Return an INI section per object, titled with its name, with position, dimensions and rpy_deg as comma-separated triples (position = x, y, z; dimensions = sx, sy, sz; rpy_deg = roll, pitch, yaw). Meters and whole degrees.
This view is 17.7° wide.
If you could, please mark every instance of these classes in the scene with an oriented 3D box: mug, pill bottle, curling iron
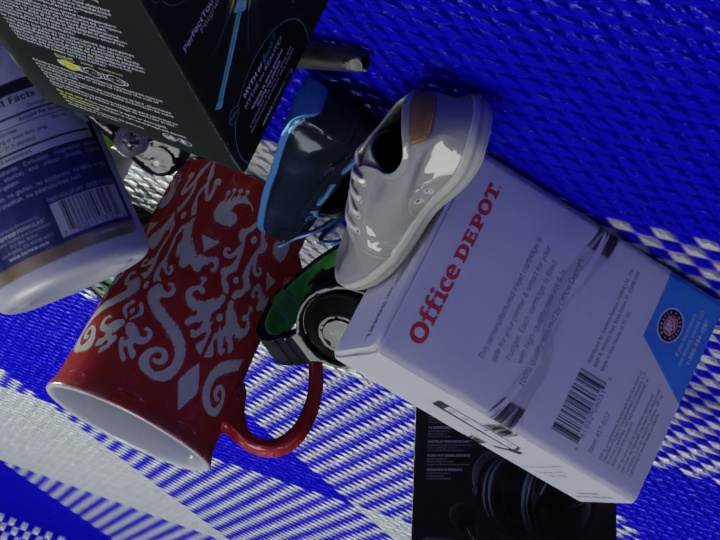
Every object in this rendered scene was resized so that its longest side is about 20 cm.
[mug]
position = -0.111, 0.040, 1.717
dimensions = 0.177, 0.200, 0.133
rpy_deg = 32, 163, -23
[pill bottle]
position = -0.227, -0.081, 1.531
dimensions = 0.200, 0.111, 0.111
rpy_deg = 66, 163, 4
[curling iron]
position = -0.081, -0.141, 1.408
dimensions = 0.200, 0.026, 0.050
rpy_deg = 17, 165, 29

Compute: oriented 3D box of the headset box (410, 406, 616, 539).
[headset box]
position = 0.113, 0.145, 1.692
dimensions = 0.149, 0.200, 0.077
rpy_deg = 1, 159, 5

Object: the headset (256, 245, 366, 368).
[headset]
position = 0.000, 0.000, 1.596
dimensions = 0.200, 0.124, 0.094
rpy_deg = -15, 119, 46

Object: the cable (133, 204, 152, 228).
[cable]
position = -0.183, -0.028, 1.914
dimensions = 0.163, 0.051, 0.200
rpy_deg = 32, 167, -1

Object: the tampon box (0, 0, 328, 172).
[tampon box]
position = -0.104, -0.169, 1.127
dimensions = 0.126, 0.150, 0.200
rpy_deg = 20, 163, 19

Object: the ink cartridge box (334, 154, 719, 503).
[ink cartridge box]
position = 0.106, 0.038, 1.465
dimensions = 0.200, 0.146, 0.084
rpy_deg = 32, 165, -15

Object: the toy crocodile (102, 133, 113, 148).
[toy crocodile]
position = -0.259, -0.139, 1.622
dimensions = 0.200, 0.068, 0.062
rpy_deg = 27, -176, -2

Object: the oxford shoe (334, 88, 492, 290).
[oxford shoe]
position = 0.017, -0.052, 1.402
dimensions = 0.058, 0.075, 0.200
rpy_deg = 14, 150, -15

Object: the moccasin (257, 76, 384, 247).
[moccasin]
position = -0.024, -0.056, 1.496
dimensions = 0.068, 0.081, 0.200
rpy_deg = 22, 165, 0

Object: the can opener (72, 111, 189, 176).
[can opener]
position = -0.180, -0.137, 1.482
dimensions = 0.200, 0.063, 0.079
rpy_deg = 40, -162, -20

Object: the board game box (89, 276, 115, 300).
[board game box]
position = -0.200, 0.008, 1.921
dimensions = 0.105, 0.023, 0.200
rpy_deg = 25, 166, 31

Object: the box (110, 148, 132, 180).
[box]
position = -0.272, -0.060, 1.693
dimensions = 0.152, 0.106, 0.200
rpy_deg = 25, -172, 4
